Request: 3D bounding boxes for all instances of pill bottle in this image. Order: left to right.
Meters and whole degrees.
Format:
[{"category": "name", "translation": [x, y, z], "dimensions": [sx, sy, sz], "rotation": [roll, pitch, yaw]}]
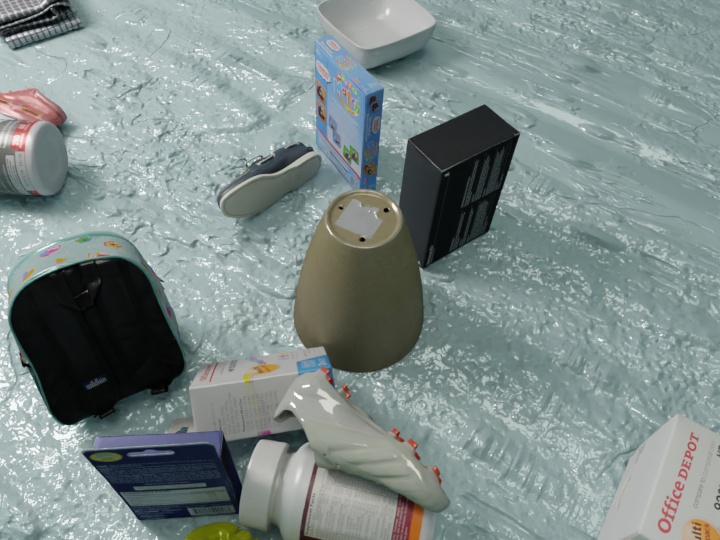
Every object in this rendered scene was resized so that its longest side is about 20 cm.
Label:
[{"category": "pill bottle", "translation": [-0.577, -0.178, 0.927], "dimensions": [0.197, 0.115, 0.115], "rotation": [2, 53, -1]}, {"category": "pill bottle", "translation": [-0.021, 0.247, 0.639], "dimensions": [0.197, 0.110, 0.111], "rotation": [10, 53, 5]}]

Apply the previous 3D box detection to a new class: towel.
[{"category": "towel", "translation": [-0.690, -0.556, 1.223], "dimensions": [0.164, 0.086, 0.200], "rotation": [-28, 59, -20]}]

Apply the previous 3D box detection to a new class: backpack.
[{"category": "backpack", "translation": [-0.318, 0.053, 0.715], "dimensions": [0.174, 0.202, 0.154], "rotation": [-21, 40, -15]}]

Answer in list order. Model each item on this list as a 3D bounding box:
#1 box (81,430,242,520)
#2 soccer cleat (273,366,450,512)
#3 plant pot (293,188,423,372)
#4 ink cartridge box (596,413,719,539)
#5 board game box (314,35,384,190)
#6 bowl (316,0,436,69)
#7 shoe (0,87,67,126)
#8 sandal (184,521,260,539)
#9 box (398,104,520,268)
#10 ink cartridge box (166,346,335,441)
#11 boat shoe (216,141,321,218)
[{"category": "box", "translation": [-0.190, 0.206, 0.606], "dimensions": [0.119, 0.201, 0.033], "rotation": [-2, 52, -4]}, {"category": "soccer cleat", "translation": [-0.001, 0.180, 0.595], "dimensions": [0.199, 0.070, 0.078], "rotation": [35, 71, 26]}, {"category": "plant pot", "translation": [0.000, 0.000, 0.767], "dimensions": [0.185, 0.201, 0.189], "rotation": [1, 54, -1]}, {"category": "ink cartridge box", "translation": [0.370, 0.280, 0.609], "dimensions": [0.199, 0.145, 0.148], "rotation": [28, 58, 19]}, {"category": "board game box", "translation": [-0.022, -0.239, 0.943], "dimensions": [0.036, 0.201, 0.152], "rotation": [-25, 58, -20]}, {"category": "bowl", "translation": [0.031, -0.489, 1.210], "dimensions": [0.199, 0.075, 0.200], "rotation": [-28, 59, -20]}, {"category": "shoe", "translation": [-0.614, -0.276, 1.031], "dimensions": [0.198, 0.072, 0.092], "rotation": [22, 54, 7]}, {"category": "sandal", "translation": [-0.090, 0.321, 0.582], "dimensions": [0.198, 0.088, 0.079], "rotation": [11, 8, 31]}, {"category": "box", "translation": [0.131, -0.116, 0.857], "dimensions": [0.140, 0.201, 0.079], "rotation": [-30, 60, -24]}, {"category": "ink cartridge box", "translation": [-0.132, 0.146, 0.699], "dimensions": [0.197, 0.115, 0.069], "rotation": [-8, 95, -8]}, {"category": "boat shoe", "translation": [-0.151, -0.151, 0.951], "dimensions": [0.199, 0.075, 0.062], "rotation": [-37, 64, -27]}]
